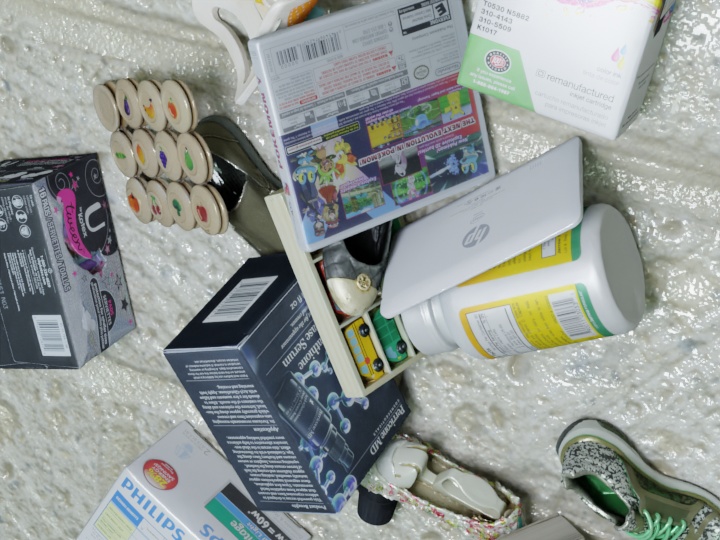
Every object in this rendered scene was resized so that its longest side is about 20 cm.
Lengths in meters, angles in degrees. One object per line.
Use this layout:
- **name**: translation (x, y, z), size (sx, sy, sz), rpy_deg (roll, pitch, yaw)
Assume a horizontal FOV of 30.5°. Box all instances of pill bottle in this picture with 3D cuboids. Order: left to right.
- **pill bottle**: translation (0.139, 0.017, 1.162), size (0.199, 0.113, 0.114), rpy_deg (-14, 104, 30)

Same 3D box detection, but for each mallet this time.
- **mallet**: translation (-0.044, 0.187, 1.370), size (0.199, 0.041, 0.066), rpy_deg (31, 122, 17)

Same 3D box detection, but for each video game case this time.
- **video game case**: translation (0.015, -0.134, 1.123), size (0.023, 0.199, 0.184), rpy_deg (20, 128, 59)

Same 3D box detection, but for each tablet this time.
- **tablet**: translation (0.104, -0.038, 1.139), size (0.199, 0.131, 0.014), rpy_deg (-28, 118, 26)

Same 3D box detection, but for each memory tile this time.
- **memory tile**: translation (-0.197, -0.112, 1.278), size (0.199, 0.017, 0.155), rpy_deg (10, 119, 55)

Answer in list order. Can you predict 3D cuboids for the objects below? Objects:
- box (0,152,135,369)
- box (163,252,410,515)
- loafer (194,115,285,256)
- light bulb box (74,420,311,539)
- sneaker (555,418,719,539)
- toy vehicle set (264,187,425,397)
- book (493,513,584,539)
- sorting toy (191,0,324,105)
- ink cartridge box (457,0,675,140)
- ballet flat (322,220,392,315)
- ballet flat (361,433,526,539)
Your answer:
- **box**: translation (-0.333, -0.011, 1.385), size (0.131, 0.115, 0.202), rpy_deg (-1, 111, 25)
- **box**: translation (-0.065, 0.106, 1.244), size (0.106, 0.149, 0.201), rpy_deg (-5, 123, 40)
- **loafer**: translation (-0.106, -0.058, 1.278), size (0.200, 0.070, 0.075), rpy_deg (47, 123, 2)
- **light bulb box**: translation (-0.196, 0.312, 1.441), size (0.198, 0.125, 0.200), rpy_deg (41, 122, 6)
- **sneaker**: translation (0.256, 0.224, 1.201), size (0.199, 0.089, 0.077), rpy_deg (33, 122, 8)
- **toy vehicle set**: translation (0.000, 0.000, 1.217), size (0.026, 0.124, 0.201), rpy_deg (-8, 108, 50)
- **book**: translation (0.137, 0.344, 1.284), size (0.048, 0.133, 0.202), rpy_deg (41, 130, 44)
- **sorting toy**: translation (-0.099, -0.249, 1.179), size (0.201, 0.106, 0.180), rpy_deg (64, 143, 25)
- **ink cartridge box**: translation (0.177, -0.229, 1.059), size (0.144, 0.084, 0.202), rpy_deg (22, 118, 17)
- **ballet flat**: translation (0.009, -0.059, 1.175), size (0.057, 0.066, 0.202), rpy_deg (-5, 71, 51)
- **ballet flat**: translation (0.074, 0.202, 1.290), size (0.199, 0.076, 0.064), rpy_deg (23, 149, 7)
